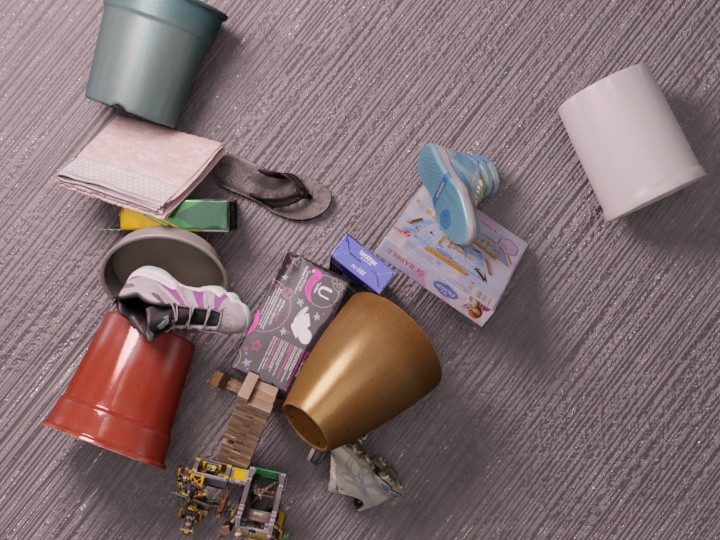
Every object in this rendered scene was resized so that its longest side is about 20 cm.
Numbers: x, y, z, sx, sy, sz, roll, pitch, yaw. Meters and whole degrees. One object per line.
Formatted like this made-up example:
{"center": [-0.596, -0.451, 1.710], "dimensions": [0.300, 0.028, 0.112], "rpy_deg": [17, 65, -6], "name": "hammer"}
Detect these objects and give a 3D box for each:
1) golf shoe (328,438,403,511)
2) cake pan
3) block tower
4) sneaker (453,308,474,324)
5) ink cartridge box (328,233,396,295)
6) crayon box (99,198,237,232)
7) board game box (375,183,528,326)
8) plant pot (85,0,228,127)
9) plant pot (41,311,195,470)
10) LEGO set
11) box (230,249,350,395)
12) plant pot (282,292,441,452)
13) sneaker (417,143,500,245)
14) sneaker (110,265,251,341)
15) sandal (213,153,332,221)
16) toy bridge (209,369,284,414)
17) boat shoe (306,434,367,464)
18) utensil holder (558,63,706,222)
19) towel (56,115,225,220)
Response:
{"center": [-0.020, 0.309, 1.651], "dimensions": [0.097, 0.078, 0.200], "rpy_deg": [-36, 120, 8], "name": "golf shoe"}
{"center": [-0.303, 0.006, 1.659], "dimensions": [0.199, 0.201, 0.037], "rpy_deg": [1, 45, -1], "name": "cake pan"}
{"center": [-0.178, 0.248, 1.634], "dimensions": [0.057, 0.054, 0.201], "rpy_deg": [21, 129, 0], "name": "block tower"}
{"center": [0.143, -0.005, 1.707], "dimensions": [0.074, 0.082, 0.200], "rpy_deg": [-39, 87, -5], "name": "sneaker"}
{"center": [0.000, 0.000, 1.644], "dimensions": [0.094, 0.200, 0.044], "rpy_deg": [39, 84, 1], "name": "ink cartridge box"}
{"center": [-0.299, -0.089, 1.678], "dimensions": [0.199, 0.126, 0.052], "rpy_deg": [0, 94, -1], "name": "crayon box"}
{"center": [0.147, -0.034, 1.668], "dimensions": [0.200, 0.041, 0.200], "rpy_deg": [35, 41, 2], "name": "board game box"}
{"center": [-0.333, -0.340, 1.675], "dimensions": [0.199, 0.200, 0.197], "rpy_deg": [19, 93, 0], "name": "plant pot"}
{"center": [-0.356, 0.179, 1.636], "dimensions": [0.200, 0.201, 0.196], "rpy_deg": [21, 78, 0], "name": "plant pot"}
{"center": [-0.200, 0.378, 1.627], "dimensions": [0.199, 0.116, 0.154], "rpy_deg": [19, 129, -5], "name": "LEGO set"}
{"center": [-0.108, 0.085, 1.670], "dimensions": [0.114, 0.132, 0.201], "rpy_deg": [27, 86, -3], "name": "box"}
{"center": [-0.015, 0.164, 1.561], "dimensions": [0.187, 0.186, 0.200], "rpy_deg": [48, 62, 2], "name": "plant pot"}
{"center": [0.179, -0.120, 1.679], "dimensions": [0.130, 0.080, 0.201], "rpy_deg": [4, 49, -28], "name": "sneaker"}
{"center": [-0.269, 0.070, 1.562], "dimensions": [0.199, 0.140, 0.078], "rpy_deg": [16, 116, 7], "name": "sneaker"}
{"center": [-0.145, -0.133, 1.726], "dimensions": [0.199, 0.048, 0.076], "rpy_deg": [17, 85, 1], "name": "sandal"}
{"center": [-0.141, 0.210, 1.686], "dimensions": [0.199, 0.067, 0.027], "rpy_deg": [22, 84, 21], "name": "toy bridge"}
{"center": [-0.006, 0.237, 1.691], "dimensions": [0.062, 0.073, 0.200], "rpy_deg": [40, 81, 6], "name": "boat shoe"}
{"center": [0.426, -0.201, 1.689], "dimensions": [0.169, 0.170, 0.201], "rpy_deg": [-25, 84, -3], "name": "utensil holder"}
{"center": [-0.341, -0.167, 1.657], "dimensions": [0.199, 0.032, 0.191], "rpy_deg": [17, 44, 16], "name": "towel"}
